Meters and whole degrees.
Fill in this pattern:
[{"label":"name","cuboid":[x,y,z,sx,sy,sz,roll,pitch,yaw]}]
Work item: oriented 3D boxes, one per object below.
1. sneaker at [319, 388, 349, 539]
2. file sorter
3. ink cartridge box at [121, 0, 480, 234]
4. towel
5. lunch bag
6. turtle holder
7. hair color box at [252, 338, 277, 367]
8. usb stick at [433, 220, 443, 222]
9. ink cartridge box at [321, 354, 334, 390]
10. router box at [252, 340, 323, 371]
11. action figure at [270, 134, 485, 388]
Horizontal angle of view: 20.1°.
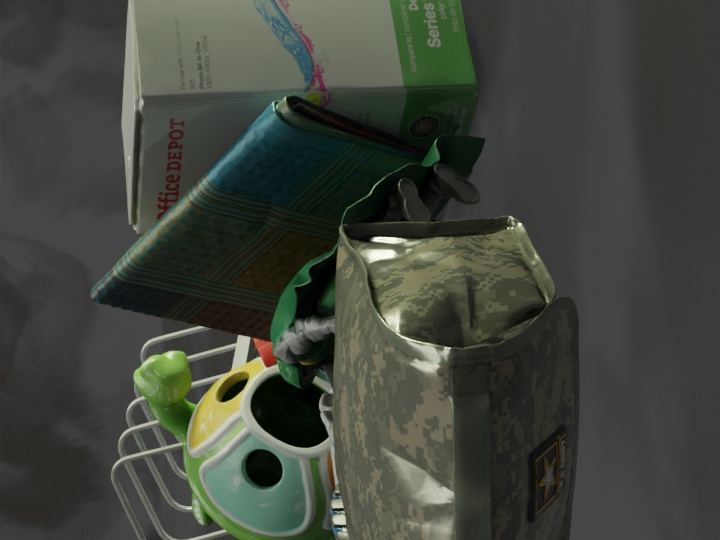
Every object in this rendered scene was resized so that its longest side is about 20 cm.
[{"label":"sneaker","cuboid":[0.016,0.162,1.399,0.200,0.074,0.087,-97,1,-59]},{"label":"file sorter","cuboid":[-0.133,0.153,1.791,0.200,0.124,0.139,-84,-24,-59]},{"label":"ink cartridge box","cuboid":[-0.042,-0.095,1.214,0.146,0.198,0.088,103,159,-59]},{"label":"towel","cuboid":[-0.050,-0.026,1.208,0.200,0.146,0.022,-40,50,36]},{"label":"lunch bag","cuboid":[0.049,0.079,1.029,0.200,0.117,0.165,-109,18,-69]},{"label":"turtle holder","cuboid":[-0.070,0.120,1.549,0.186,0.140,0.132,51,155,18]},{"label":"hair color box","cuboid":[-0.062,-0.040,1.442,0.101,0.061,0.201,-14,-101,-61]},{"label":"usb stick","cuboid":[0.041,0.066,1.272,0.056,0.032,0.202,-68,-20,-64]},{"label":"ink cartridge box","cuboid":[0.000,0.000,1.353,0.109,0.050,0.201,69,-166,-57]},{"label":"router box","cuboid":[-0.050,0.037,1.684,0.200,0.062,0.151,107,155,-63]},{"label":"action figure","cuboid":[-0.002,0.009,1.189,0.055,0.118,0.200,54,139,15]}]
